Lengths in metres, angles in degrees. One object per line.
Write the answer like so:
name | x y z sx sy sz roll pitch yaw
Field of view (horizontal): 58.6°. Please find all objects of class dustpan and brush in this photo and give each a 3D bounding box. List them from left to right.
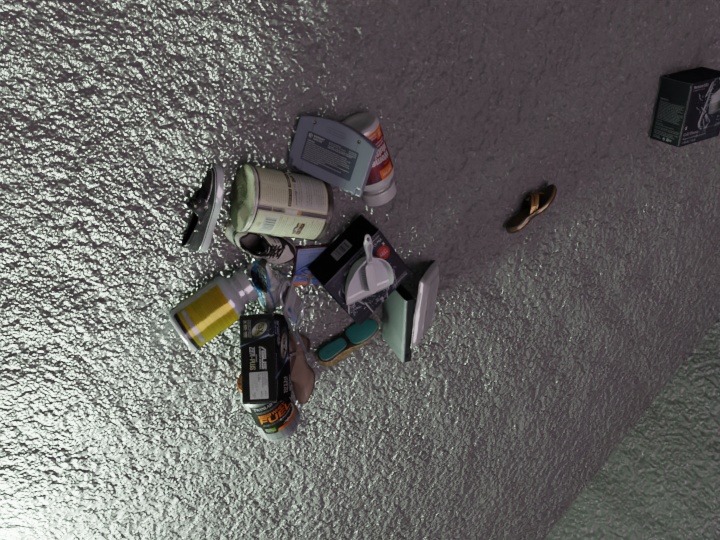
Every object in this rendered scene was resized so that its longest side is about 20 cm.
dustpan and brush | 0.019 -0.008 1.550 0.137 0.057 0.204 -23 124 -19

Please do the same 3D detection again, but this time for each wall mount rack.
wall mount rack | -0.150 0.115 1.596 0.201 0.073 0.177 68 32 -62

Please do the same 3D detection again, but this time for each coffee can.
coffee can | -0.178 -0.151 1.451 0.196 0.146 0.149 6 113 -33

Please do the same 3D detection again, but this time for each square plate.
square plate | 0.185 0.096 1.800 0.198 0.028 0.205 -43 141 -66

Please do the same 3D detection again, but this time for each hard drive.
hard drive | 0.104 0.133 1.788 0.032 0.140 0.204 -11 121 -21

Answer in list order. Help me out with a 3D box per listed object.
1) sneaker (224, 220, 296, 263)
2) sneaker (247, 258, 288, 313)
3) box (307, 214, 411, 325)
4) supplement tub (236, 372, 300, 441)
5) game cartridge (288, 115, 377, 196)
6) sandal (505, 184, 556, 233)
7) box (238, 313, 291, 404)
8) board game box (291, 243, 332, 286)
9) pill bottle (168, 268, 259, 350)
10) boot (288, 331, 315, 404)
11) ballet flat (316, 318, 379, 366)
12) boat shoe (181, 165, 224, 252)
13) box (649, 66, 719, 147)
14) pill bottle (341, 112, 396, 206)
sneaker | -0.227 -0.051 1.514 0.198 0.088 0.077 21 102 -39
sneaker | -0.217 0.022 1.559 0.086 0.075 0.202 -39 157 -22
box | 0.000 0.000 1.649 0.200 0.104 0.182 -45 131 -3
supplement tub | -0.246 0.348 1.701 0.121 0.122 0.203 -32 128 -12
game cartridge | -0.062 -0.267 1.445 0.136 0.197 0.041 -68 164 15
sandal | 0.506 -0.192 1.912 0.199 0.080 0.054 -41 108 -1
box | -0.225 0.208 1.531 0.084 0.164 0.206 -4 83 5
board game box | -0.082 -0.018 1.667 0.196 0.019 0.105 -5 117 -30
pill bottle | -0.340 0.086 1.503 0.198 0.112 0.113 -35 129 -9
boot | -0.179 0.261 1.681 0.146 0.069 0.206 -2 93 -68
ballet flat | -0.034 0.205 1.799 0.198 0.071 0.072 -31 128 -14
boat shoe | -0.352 -0.135 1.408 0.065 0.070 0.203 4 121 -34
box | 1.042 -0.518 2.026 0.196 0.124 0.201 -17 122 -23
pill bottle | 0.019 -0.262 1.535 0.108 0.110 0.203 -32 128 -12
